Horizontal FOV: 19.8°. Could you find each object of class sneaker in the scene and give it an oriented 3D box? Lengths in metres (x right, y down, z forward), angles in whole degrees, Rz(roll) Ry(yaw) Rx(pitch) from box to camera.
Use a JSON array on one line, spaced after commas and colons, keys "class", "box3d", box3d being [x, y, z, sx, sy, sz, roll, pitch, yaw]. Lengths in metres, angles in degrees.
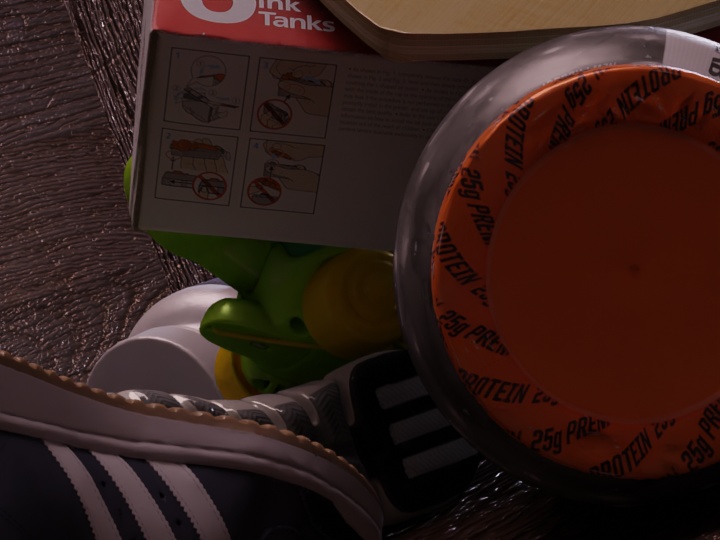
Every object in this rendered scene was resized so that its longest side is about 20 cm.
[{"class": "sneaker", "box3d": [-0.071, 0.090, 0.537, 0.070, 0.109, 0.199, -24, -33, 38]}, {"class": "sneaker", "box3d": [-0.061, 0.084, 0.700, 0.199, 0.076, 0.115, -7, -14, -40]}]

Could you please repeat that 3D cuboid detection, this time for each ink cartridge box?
[{"class": "ink cartridge box", "box3d": [0.019, -0.089, 0.754, 0.198, 0.084, 0.176, 5, 37, -8]}]

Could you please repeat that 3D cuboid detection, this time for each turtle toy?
[{"class": "turtle toy", "box3d": [0.000, 0.000, 0.802, 0.198, 0.102, 0.146, 20, -22, -17]}]

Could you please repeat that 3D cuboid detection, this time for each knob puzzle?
[{"class": "knob puzzle", "box3d": [0.059, -0.114, 0.696, 0.217, 0.031, 0.221, -1, 37, 0]}]

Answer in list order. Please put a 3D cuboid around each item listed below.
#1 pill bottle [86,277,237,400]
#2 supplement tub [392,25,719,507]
[{"class": "pill bottle", "box3d": [-0.058, 0.057, 1.073, 0.111, 0.112, 0.200, -21, -1, 26]}, {"class": "supplement tub", "box3d": [0.072, -0.003, 0.574, 0.122, 0.124, 0.200, -21, -1, 5]}]
